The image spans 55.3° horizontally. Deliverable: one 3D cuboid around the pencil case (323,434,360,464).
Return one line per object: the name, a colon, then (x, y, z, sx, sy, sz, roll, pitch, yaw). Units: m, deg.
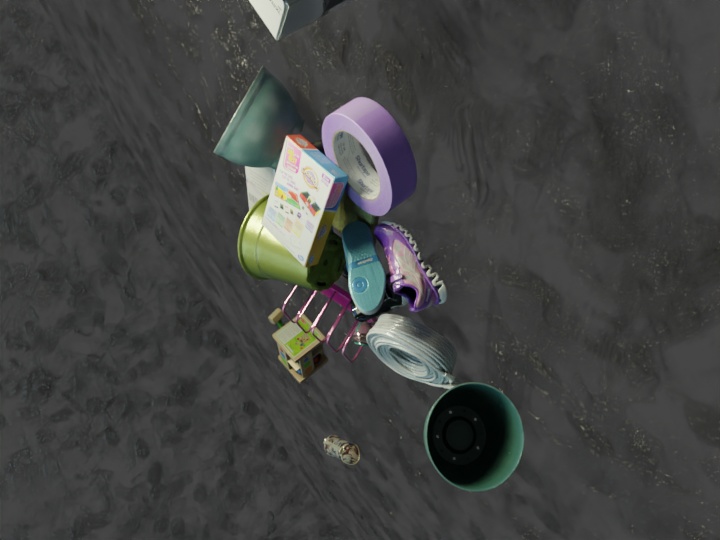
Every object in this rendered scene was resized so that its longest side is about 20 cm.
pencil case: (-0.074, 0.671, 2.583, 0.089, 0.079, 0.199, 39, 162, -17)

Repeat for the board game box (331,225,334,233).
board game box: (-0.110, -0.074, 1.652, 0.199, 0.034, 0.140, 161, 95, -68)

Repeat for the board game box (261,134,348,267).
board game box: (-0.113, -0.135, 1.340, 0.153, 0.040, 0.204, 42, 126, 28)

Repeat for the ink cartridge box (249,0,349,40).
ink cartridge box: (-0.071, -0.430, 0.929, 0.147, 0.198, 0.084, 53, 157, 2)

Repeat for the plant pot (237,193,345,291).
plant pot: (-0.133, -0.047, 1.489, 0.187, 0.200, 0.204, 23, 143, 37)

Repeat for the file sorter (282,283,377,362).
file sorter: (-0.075, 0.112, 1.672, 0.197, 0.127, 0.139, 31, 168, 19)

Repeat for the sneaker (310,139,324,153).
sneaker: (-0.090, -0.198, 1.428, 0.200, 0.074, 0.119, 170, 82, -76)

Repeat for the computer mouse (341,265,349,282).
computer mouse: (0.000, 0.000, 1.573, 0.141, 0.052, 0.200, 60, 167, 0)

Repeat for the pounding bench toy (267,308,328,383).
pounding bench toy: (-0.212, 0.231, 2.212, 0.200, 0.123, 0.158, 43, 155, 29)

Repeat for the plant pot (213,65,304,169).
plant pot: (-0.198, -0.295, 1.423, 0.132, 0.204, 0.199, 31, 162, -15)

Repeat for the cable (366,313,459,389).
cable: (0.110, 0.167, 1.459, 0.200, 0.070, 0.198, 44, 154, -26)

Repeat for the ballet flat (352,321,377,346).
ballet flat: (0.064, 0.160, 1.594, 0.197, 0.073, 0.068, 25, 170, -39)

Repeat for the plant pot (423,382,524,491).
plant pot: (0.216, 0.337, 1.405, 0.202, 0.199, 0.161, 52, 169, 7)

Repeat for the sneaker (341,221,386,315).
sneaker: (0.012, 0.017, 1.391, 0.132, 0.077, 0.205, 80, -178, -60)

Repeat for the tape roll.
tape roll: (0.014, -0.203, 1.242, 0.200, 0.065, 0.203, 45, 155, 27)

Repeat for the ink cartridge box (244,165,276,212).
ink cartridge box: (-0.200, -0.199, 1.605, 0.147, 0.084, 0.205, 35, 135, 42)

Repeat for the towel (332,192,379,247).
towel: (-0.015, -0.127, 1.442, 0.148, 0.036, 0.202, 45, 154, 23)

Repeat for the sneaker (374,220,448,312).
sneaker: (0.083, -0.003, 1.343, 0.202, 0.087, 0.081, 54, 159, 8)

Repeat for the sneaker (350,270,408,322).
sneaker: (0.034, 0.066, 1.461, 0.200, 0.109, 0.075, 109, 137, -73)
